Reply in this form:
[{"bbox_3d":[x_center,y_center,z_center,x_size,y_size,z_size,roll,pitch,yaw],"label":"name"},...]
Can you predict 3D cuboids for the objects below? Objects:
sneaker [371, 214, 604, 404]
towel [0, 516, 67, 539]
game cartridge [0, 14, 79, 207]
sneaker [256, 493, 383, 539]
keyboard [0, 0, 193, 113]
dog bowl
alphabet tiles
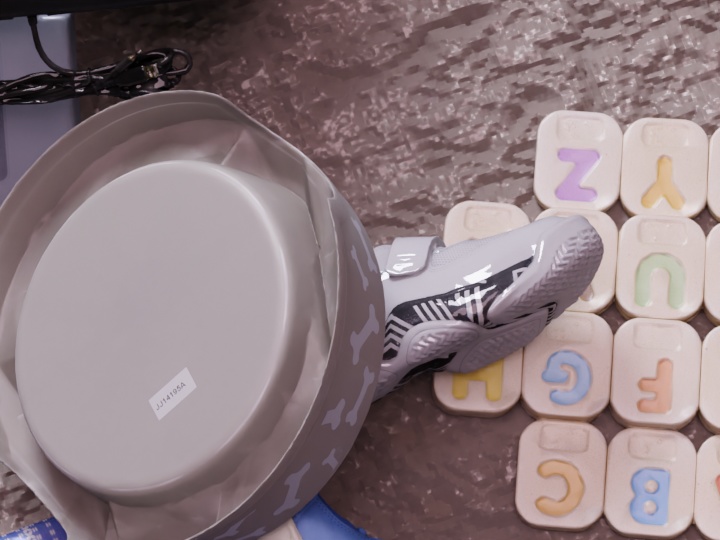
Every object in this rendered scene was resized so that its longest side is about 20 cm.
[{"bbox_3d":[0.000,0.000,1.303,0.199,0.075,0.115,-28,73,5],"label":"sneaker"},{"bbox_3d":[-0.119,0.173,1.261,0.199,0.024,0.145,-20,72,-23],"label":"towel"},{"bbox_3d":[-0.224,-0.065,1.317,0.199,0.040,0.134,-1,104,0],"label":"game cartridge"},{"bbox_3d":[0.038,0.141,1.261,0.111,0.077,0.200,-34,82,-3],"label":"sneaker"},{"bbox_3d":[-0.141,-0.123,1.257,0.199,0.021,0.128,-4,113,7],"label":"keyboard"},{"bbox_3d":[-0.076,0.028,1.245,0.199,0.059,0.201,-12,69,31],"label":"dog bowl"},{"bbox_3d":[0.133,0.023,1.333,0.199,0.015,0.197,5,73,3],"label":"alphabet tiles"}]
